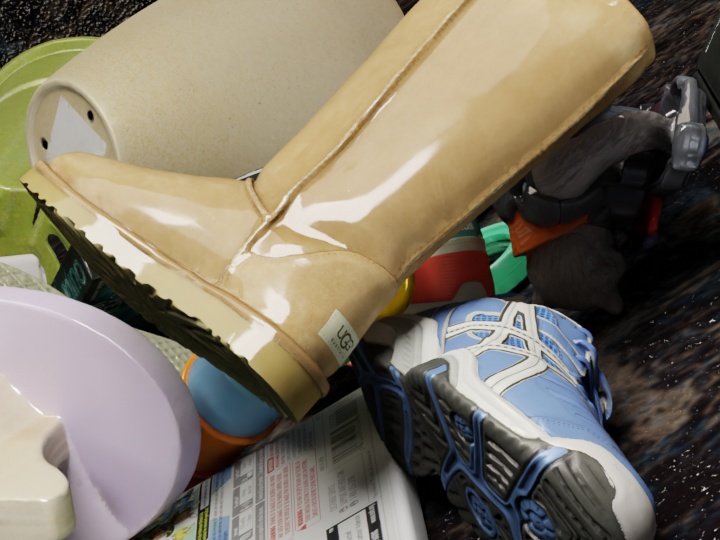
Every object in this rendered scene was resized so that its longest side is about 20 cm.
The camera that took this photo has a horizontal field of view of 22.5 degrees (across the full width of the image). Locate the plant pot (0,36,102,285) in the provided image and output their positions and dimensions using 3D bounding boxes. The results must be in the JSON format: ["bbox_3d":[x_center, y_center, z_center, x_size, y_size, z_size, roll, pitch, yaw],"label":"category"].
[{"bbox_3d":[-0.200,-0.031,1.186,0.199,0.200,0.190,-27,14,21],"label":"plant pot"}]

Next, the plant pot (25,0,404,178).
[{"bbox_3d":[-0.095,-0.092,1.095,0.200,0.188,0.187,-21,4,-40],"label":"plant pot"}]

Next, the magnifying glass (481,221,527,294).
[{"bbox_3d":[0.011,0.017,0.952,0.200,0.022,0.080,-22,18,42],"label":"magnifying glass"}]

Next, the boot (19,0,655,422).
[{"bbox_3d":[-0.011,-0.054,0.712,0.175,0.066,0.200,34,73,30],"label":"boot"}]

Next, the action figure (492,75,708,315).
[{"bbox_3d":[0.086,-0.072,0.810,0.104,0.194,0.200,-4,-12,-4],"label":"action figure"}]

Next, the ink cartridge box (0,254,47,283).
[{"bbox_3d":[-0.256,0.076,0.918,0.199,0.146,0.084,-9,0,-40],"label":"ink cartridge box"}]

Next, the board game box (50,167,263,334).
[{"bbox_3d":[-0.111,0.002,1.012,0.135,0.028,0.200,-22,-9,-23],"label":"board game box"}]

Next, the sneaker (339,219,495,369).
[{"bbox_3d":[0.000,0.000,0.850,0.070,0.094,0.200,-4,2,-29],"label":"sneaker"}]

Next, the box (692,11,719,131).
[{"bbox_3d":[0.213,-0.129,0.687,0.164,0.086,0.201,-82,14,-71],"label":"box"}]

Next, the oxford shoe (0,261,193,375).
[{"bbox_3d":[-0.154,0.048,0.903,0.058,0.199,0.075,-55,19,29],"label":"oxford shoe"}]

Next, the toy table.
[{"bbox_3d":[-0.181,0.085,0.775,0.199,0.185,0.117,-15,8,27],"label":"toy table"}]

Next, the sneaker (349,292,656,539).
[{"bbox_3d":[0.057,0.047,0.649,0.077,0.076,0.200,-24,22,-12],"label":"sneaker"}]

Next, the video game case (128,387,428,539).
[{"bbox_3d":[-0.057,0.128,0.735,0.182,0.022,0.200,-31,15,6],"label":"video game case"}]

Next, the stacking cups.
[{"bbox_3d":[-0.045,0.046,0.812,0.061,0.060,0.200,-45,-3,-41],"label":"stacking cups"}]
